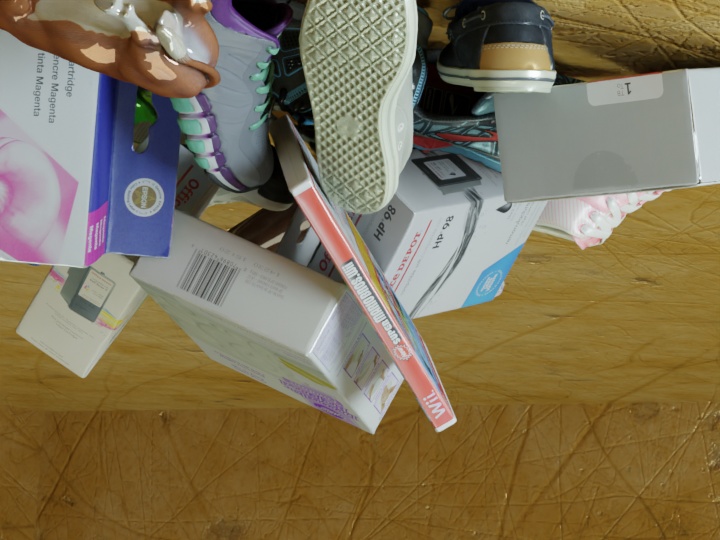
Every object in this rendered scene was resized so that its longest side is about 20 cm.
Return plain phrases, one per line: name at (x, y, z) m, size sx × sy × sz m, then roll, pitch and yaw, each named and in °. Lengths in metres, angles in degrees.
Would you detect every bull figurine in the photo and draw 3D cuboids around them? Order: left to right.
bull figurine at (-0.175, -0.160, 1.487) m, size 0.199 × 0.065 × 0.121 m, roll 16°, pitch 158°, yaw 8°

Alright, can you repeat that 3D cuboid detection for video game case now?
video game case at (0.000, 0.000, 1.676) m, size 0.017 × 0.200 × 0.143 m, roll -30°, pitch -159°, yaw 4°

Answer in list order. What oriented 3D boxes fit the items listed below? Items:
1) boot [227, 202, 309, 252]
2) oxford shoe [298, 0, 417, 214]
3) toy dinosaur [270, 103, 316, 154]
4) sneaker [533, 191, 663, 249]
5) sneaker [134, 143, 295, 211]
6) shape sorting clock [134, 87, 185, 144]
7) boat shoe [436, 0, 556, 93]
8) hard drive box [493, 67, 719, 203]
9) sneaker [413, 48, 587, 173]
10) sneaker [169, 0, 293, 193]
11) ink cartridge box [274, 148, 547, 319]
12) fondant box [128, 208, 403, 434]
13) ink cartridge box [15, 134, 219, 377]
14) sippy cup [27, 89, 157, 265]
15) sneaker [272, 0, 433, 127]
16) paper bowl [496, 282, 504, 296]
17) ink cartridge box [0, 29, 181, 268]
boot at (-0.035, -0.049, 1.933) m, size 0.200 × 0.064 × 0.186 m, roll -27°, pitch 177°, yaw 21°
oxford shoe at (0.004, -0.127, 1.570) m, size 0.075 × 0.058 × 0.200 m, roll 15°, pitch 133°, yaw 16°
toy dinosaur at (-0.064, -0.123, 1.876) m, size 0.088 × 0.048 × 0.200 m, roll 18°, pitch 172°, yaw 4°
sneaker at (0.210, -0.066, 1.939) m, size 0.199 × 0.105 × 0.075 m, roll 0°, pitch 168°, yaw 14°
sneaker at (-0.123, -0.053, 1.910) m, size 0.076 × 0.116 × 0.200 m, roll 9°, pitch -167°, yaw -43°
shape sorting clock at (-0.185, -0.136, 1.793) m, size 0.199 × 0.039 × 0.200 m, roll 11°, pitch 166°, yaw 3°
boat shoe at (0.090, -0.148, 1.616) m, size 0.074 × 0.063 × 0.200 m, roll -1°, pitch -174°, yaw -3°
hard drive box at (0.212, -0.095, 1.695) m, size 0.155 × 0.077 × 0.200 m, roll -4°, pitch -177°, yaw 38°
sneaker at (0.097, -0.114, 1.765) m, size 0.199 × 0.080 × 0.096 m, roll 5°, pitch 169°, yaw -13°
sneaker at (-0.075, -0.125, 1.578) m, size 0.087 × 0.075 × 0.200 m, roll -7°, pitch 138°, yaw 17°
ink cartridge box at (0.036, -0.025, 1.813) m, size 0.200 × 0.116 × 0.067 m, roll -12°, pitch -131°, yaw -46°
fondant box at (-0.060, 0.037, 1.736) m, size 0.144 × 0.058 × 0.200 m, roll 24°, pitch 169°, yaw 20°
ink cartridge box at (-0.169, -0.022, 1.816) m, size 0.067 × 0.117 × 0.200 m, roll 36°, pitch 140°, yaw -2°
sippy cup at (-0.231, -0.078, 1.707) m, size 0.177 × 0.131 × 0.140 m, roll 3°, pitch 159°, yaw 41°
sneaker at (-0.054, -0.139, 1.649) m, size 0.199 × 0.082 × 0.073 m, roll 3°, pitch 173°, yaw 12°
paper bowl at (0.029, -0.035, 2.191) m, size 0.200 × 0.105 × 0.201 m, roll 3°, pitch 171°, yaw 0°
ink cartridge box at (-0.213, -0.102, 1.604) m, size 0.199 × 0.197 × 0.043 m, roll 4°, pitch -162°, yaw -4°
